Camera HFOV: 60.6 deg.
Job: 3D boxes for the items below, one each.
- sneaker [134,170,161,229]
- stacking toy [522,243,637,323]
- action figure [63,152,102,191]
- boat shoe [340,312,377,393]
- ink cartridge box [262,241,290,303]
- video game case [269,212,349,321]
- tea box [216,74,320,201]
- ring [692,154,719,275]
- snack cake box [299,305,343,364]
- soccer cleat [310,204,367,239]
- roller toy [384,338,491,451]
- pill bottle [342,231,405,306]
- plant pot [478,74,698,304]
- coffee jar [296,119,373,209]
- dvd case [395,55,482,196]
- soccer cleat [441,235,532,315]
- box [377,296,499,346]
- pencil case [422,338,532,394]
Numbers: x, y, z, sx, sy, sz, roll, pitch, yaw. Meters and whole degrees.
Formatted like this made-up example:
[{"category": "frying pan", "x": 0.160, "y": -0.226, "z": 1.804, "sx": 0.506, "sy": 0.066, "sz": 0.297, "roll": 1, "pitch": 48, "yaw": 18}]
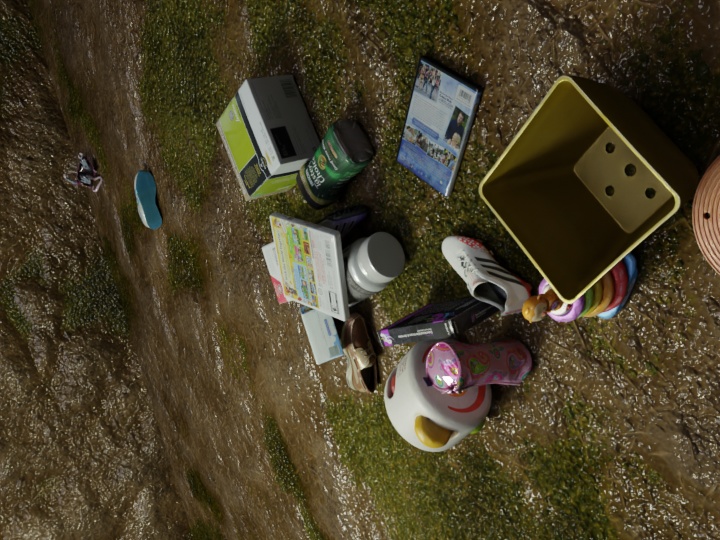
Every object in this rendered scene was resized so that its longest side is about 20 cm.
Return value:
[{"category": "sneaker", "x": -0.753, "y": -0.248, "z": 2.154, "sx": 0.080, "sy": 0.075, "sz": 0.206, "roll": 12, "pitch": 113, "yaw": 50}, {"category": "stacking toy", "x": 0.291, "y": 0.028, "z": 0.864, "sx": 0.109, "sy": 0.197, "sz": 0.119, "roll": 37, "pitch": 130, "yaw": 35}, {"category": "action figure", "x": -1.151, "y": -0.408, "z": 2.591, "sx": 0.147, "sy": 0.136, "sz": 0.199, "roll": 33, "pitch": 164, "yaw": -21}, {"category": "boat shoe", "x": 0.006, "y": 0.190, "z": 1.399, "sx": 0.071, "sy": 0.075, "sz": 0.205, "roll": 19, "pitch": 128, "yaw": 41}, {"category": "ink cartridge box", "x": -0.136, "y": -0.015, "z": 1.461, "sx": 0.198, "sy": 0.082, "sz": 0.149, "roll": -14, "pitch": 93, "yaw": 53}, {"category": "video game case", "x": -0.104, "y": -0.008, "z": 1.276, "sx": 0.179, "sy": 0.023, "sz": 0.205, "roll": 19, "pitch": 129, "yaw": 34}, {"category": "tea box", "x": -0.209, "y": -0.299, "z": 1.404, "sx": 0.195, "sy": 0.132, "sz": 0.205, "roll": -27, "pitch": 84, "yaw": 51}, {"category": "ring", "x": 0.494, "y": -0.063, "z": 0.720, "sx": 0.198, "sy": 0.019, "sz": 0.206, "roll": 24, "pitch": 123, "yaw": 43}, {"category": "snack cake box", "x": -0.093, "y": 0.137, "z": 1.426, "sx": 0.200, "sy": 0.066, "sz": 0.118, "roll": -170, "pitch": 61, "yaw": -82}, {"category": "soccer cleat", "x": -0.067, "y": -0.078, "z": 1.318, "sx": 0.196, "sy": 0.068, "sz": 0.075, "roll": -22, "pitch": 103, "yaw": 10}, {"category": "roller toy", "x": 0.144, "y": 0.225, "z": 1.141, "sx": 0.185, "sy": 0.196, "sz": 0.141, "roll": 59, "pitch": 140, "yaw": 22}, {"category": "pill bottle", "x": 0.000, "y": 0.000, "z": 1.286, "sx": 0.199, "sy": 0.112, "sz": 0.116, "roll": -30, "pitch": 82, "yaw": 52}, {"category": "plant pot", "x": 0.311, "y": -0.116, "z": 0.797, "sx": 0.202, "sy": 0.174, "sz": 0.201, "roll": 55, "pitch": 140, "yaw": 19}, {"category": "coffee jar", "x": -0.060, "y": -0.216, "z": 1.291, "sx": 0.106, "sy": 0.084, "sz": 0.200, "roll": 60, "pitch": 142, "yaw": 10}, {"category": "dvd case", "x": 0.133, "y": -0.254, "z": 1.089, "sx": 0.142, "sy": 0.017, "sz": 0.204, "roll": 42, "pitch": 135, "yaw": 34}, {"category": "soccer cleat", "x": 0.203, "y": 0.006, "z": 1.057, "sx": 0.200, "sy": 0.084, "sz": 0.070, "roll": 42, "pitch": 135, "yaw": 32}, {"category": "box", "x": 0.143, "y": 0.091, "z": 1.123, "sx": 0.198, "sy": 0.141, "sz": 0.037, "roll": -19, "pitch": 94, "yaw": 53}, {"category": "pencil case", "x": 0.199, "y": 0.160, "z": 1.035, "sx": 0.086, "sy": 0.196, "sz": 0.090, "roll": -2, "pitch": 87, "yaw": 52}]
